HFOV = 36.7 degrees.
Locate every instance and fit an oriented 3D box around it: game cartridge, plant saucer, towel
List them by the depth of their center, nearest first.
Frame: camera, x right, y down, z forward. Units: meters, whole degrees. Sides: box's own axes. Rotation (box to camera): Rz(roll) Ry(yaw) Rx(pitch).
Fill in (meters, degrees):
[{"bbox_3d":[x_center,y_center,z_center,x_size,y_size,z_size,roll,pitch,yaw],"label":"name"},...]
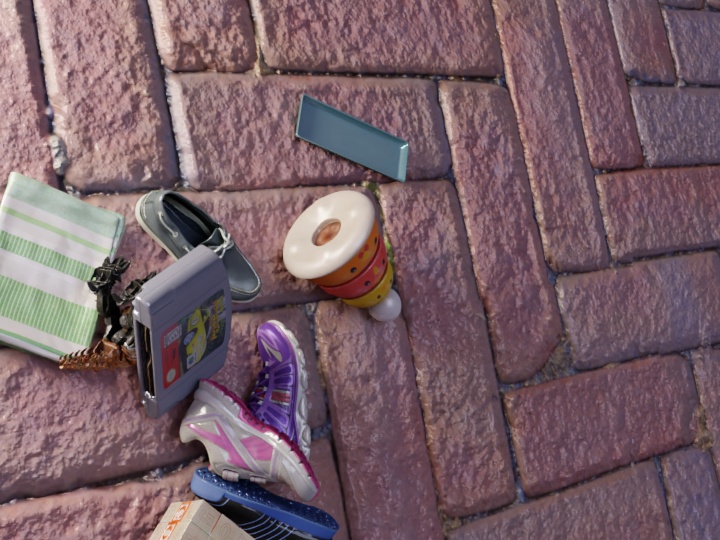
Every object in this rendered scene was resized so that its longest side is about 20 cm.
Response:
[{"bbox_3d":[-0.366,0.001,1.277,0.152,0.023,0.202,23,65,-30],"label":"towel"},{"bbox_3d":[-0.208,0.072,1.287,0.041,0.201,0.133,27,47,22],"label":"game cartridge"},{"bbox_3d":[-0.012,-0.192,1.603,0.199,0.019,0.071,20,66,-31],"label":"plant saucer"}]

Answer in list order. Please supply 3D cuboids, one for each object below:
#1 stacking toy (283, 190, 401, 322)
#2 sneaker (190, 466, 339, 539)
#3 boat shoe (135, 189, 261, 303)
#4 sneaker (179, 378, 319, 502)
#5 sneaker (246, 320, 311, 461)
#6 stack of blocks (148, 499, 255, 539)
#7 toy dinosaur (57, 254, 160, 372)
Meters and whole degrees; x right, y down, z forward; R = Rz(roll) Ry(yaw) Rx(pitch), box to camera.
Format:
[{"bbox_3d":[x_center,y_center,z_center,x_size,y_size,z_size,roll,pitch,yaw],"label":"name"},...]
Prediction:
[{"bbox_3d":[0.000,0.000,1.509,0.200,0.145,0.147,48,53,-37],"label":"stacking toy"},{"bbox_3d":[-0.127,0.314,1.345,0.199,0.070,0.078,26,98,-11],"label":"sneaker"},{"bbox_3d":[-0.198,-0.030,1.388,0.200,0.062,0.073,43,56,-20],"label":"boat shoe"},{"bbox_3d":[-0.138,0.223,1.326,0.199,0.081,0.088,38,86,5],"label":"sneaker"},{"bbox_3d":[-0.113,0.163,1.394,0.083,0.081,0.202,0,75,-26],"label":"sneaker"},{"bbox_3d":[-0.153,0.355,1.283,0.200,0.115,0.059,43,56,-19],"label":"stack of blocks"},{"bbox_3d":[-0.267,0.066,1.282,0.200,0.101,0.137,-59,153,-61],"label":"toy dinosaur"}]
